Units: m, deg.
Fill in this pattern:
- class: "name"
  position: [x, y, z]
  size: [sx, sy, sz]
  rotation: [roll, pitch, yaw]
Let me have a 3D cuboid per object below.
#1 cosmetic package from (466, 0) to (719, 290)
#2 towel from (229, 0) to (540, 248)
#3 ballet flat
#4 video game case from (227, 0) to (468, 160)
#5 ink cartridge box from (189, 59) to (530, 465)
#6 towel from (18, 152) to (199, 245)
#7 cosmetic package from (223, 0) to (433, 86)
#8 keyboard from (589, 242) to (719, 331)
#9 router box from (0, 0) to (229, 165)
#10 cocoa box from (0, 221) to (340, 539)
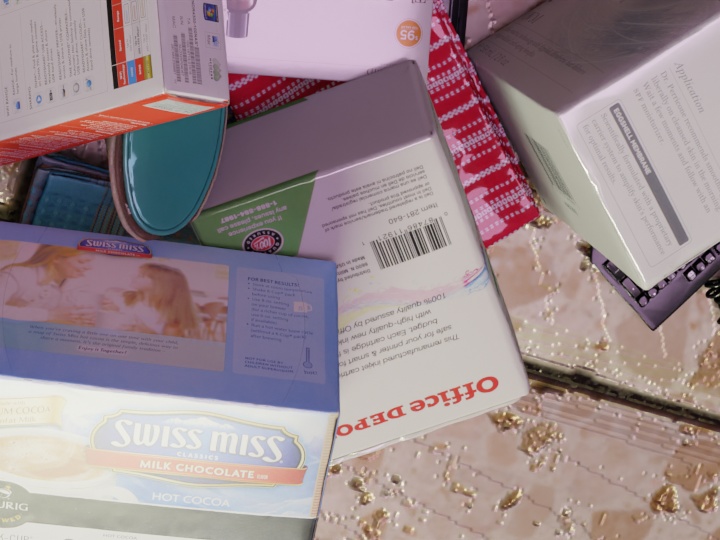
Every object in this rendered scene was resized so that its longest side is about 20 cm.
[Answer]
- class: "cosmetic package"
  position: [0.192, -0.115, 1.193]
  size: [0.199, 0.199, 0.123]
  rotation: [-31, 110, -3]
- class: "towel"
  position: [0.011, -0.082, 1.231]
  size: [0.144, 0.022, 0.201]
  rotation: [-29, 110, -3]
- class: "ballet flat"
  position: [-0.106, -0.116, 1.099]
  size: [0.067, 0.062, 0.202]
  rotation: [5, 93, -28]
- class: "video game case"
  position: [-0.038, -0.094, 1.241]
  size: [0.198, 0.026, 0.182]
  rotation: [1, 105, -13]
- class: "ink cartridge box"
  position: [0.000, 0.000, 1.180]
  size: [0.144, 0.084, 0.201]
  rotation: [-19, 127, 6]
- class: "towel"
  position: [-0.150, 0.038, 1.236]
  size: [0.146, 0.022, 0.201]
  rotation: [14, 112, -15]
- class: "cosmetic package"
  position: [-0.059, -0.151, 1.159]
  size: [0.198, 0.051, 0.083]
  rotation: [2, 100, -9]
- class: "keyboard"
  position: [0.250, -0.042, 1.312]
  size: [0.200, 0.040, 0.104]
  rotation: [-44, 109, 3]
- class: "router box"
  position: [-0.155, -0.169, 1.060]
  size: [0.049, 0.179, 0.202]
  rotation: [3, 80, -50]
- class: "cocoa box"
  position: [-0.116, 0.071, 1.087]
  size: [0.198, 0.134, 0.132]
  rotation: [7, 127, -7]
